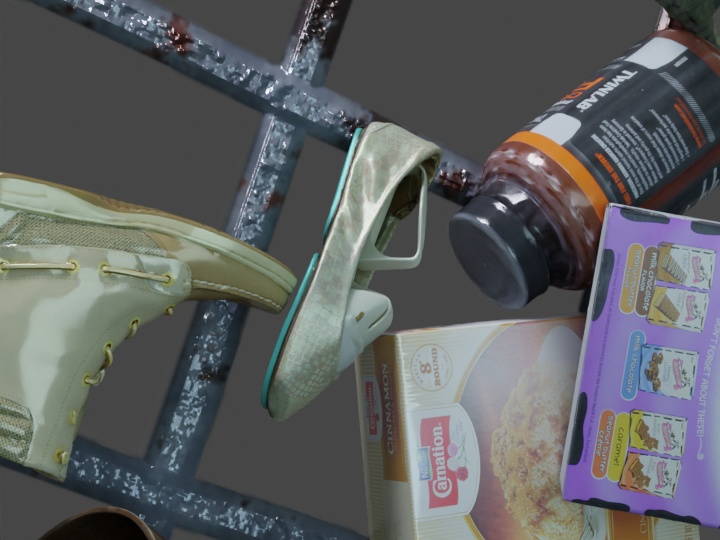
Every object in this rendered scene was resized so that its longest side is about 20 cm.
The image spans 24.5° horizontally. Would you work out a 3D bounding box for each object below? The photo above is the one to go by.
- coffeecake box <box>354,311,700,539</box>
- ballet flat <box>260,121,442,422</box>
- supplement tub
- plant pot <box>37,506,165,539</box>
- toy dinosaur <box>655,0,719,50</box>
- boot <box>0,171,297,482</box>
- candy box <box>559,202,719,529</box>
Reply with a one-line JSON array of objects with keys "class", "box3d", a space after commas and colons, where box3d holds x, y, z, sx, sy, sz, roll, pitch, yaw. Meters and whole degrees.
[{"class": "coffeecake box", "box3d": [0.103, 0.107, 1.029, 0.198, 0.073, 0.156, -5, 89, -24]}, {"class": "ballet flat", "box3d": [0.000, 0.000, 0.977, 0.062, 0.068, 0.202, 15, 68, 10]}, {"class": "supplement tub", "box3d": [0.150, -0.060, 1.043, 0.199, 0.107, 0.108, -37, 101, -21]}, {"class": "plant pot", "box3d": [-0.097, 0.255, 0.887, 0.199, 0.186, 0.188, 37, 72, -33]}, {"class": "toy dinosaur", "box3d": [0.225, -0.191, 1.079, 0.200, 0.047, 0.089, 29, 78, -58]}, {"class": "boot", "box3d": [-0.142, 0.042, 0.924, 0.198, 0.073, 0.157, 15, 80, -21]}, {"class": "candy box", "box3d": [0.224, 0.061, 0.946, 0.197, 0.072, 0.170, 10, 94, 6]}]
